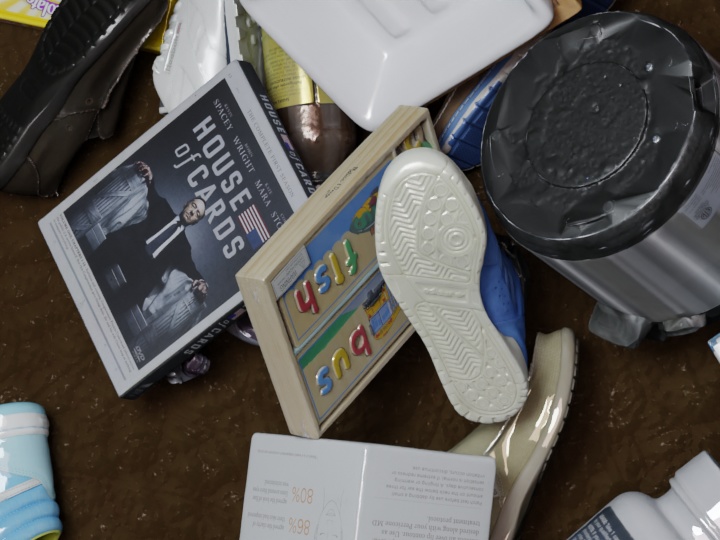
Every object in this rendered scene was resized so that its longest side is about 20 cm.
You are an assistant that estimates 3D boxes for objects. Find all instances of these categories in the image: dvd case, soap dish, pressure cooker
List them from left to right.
[{"bbox_3d":[-0.121,-0.027,1.739,0.200,0.025,0.150,-38,66,24],"label":"dvd case"},{"bbox_3d":[0.031,-0.195,1.680,0.157,0.081,0.200,45,133,-17],"label":"soap dish"},{"bbox_3d":[0.193,-0.054,1.657,0.176,0.200,0.179,-29,54,24],"label":"pressure cooker"}]

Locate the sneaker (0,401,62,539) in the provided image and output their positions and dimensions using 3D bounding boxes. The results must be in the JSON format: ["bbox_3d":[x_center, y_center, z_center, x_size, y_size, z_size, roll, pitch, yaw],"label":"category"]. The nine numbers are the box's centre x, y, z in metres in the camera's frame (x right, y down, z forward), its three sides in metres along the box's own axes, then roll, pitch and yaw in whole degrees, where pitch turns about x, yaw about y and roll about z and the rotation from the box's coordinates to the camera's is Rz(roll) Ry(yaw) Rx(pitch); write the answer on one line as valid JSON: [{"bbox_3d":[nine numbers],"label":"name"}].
[{"bbox_3d":[-0.303,0.181,1.782,0.200,0.080,0.131,-19,78,9],"label":"sneaker"}]

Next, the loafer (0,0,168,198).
[{"bbox_3d":[-0.198,-0.133,1.800,0.200,0.071,0.073,-49,41,16],"label":"loafer"}]

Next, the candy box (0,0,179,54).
[{"bbox_3d":[-0.222,-0.225,1.839,0.200,0.026,0.102,12,90,12],"label":"candy box"}]

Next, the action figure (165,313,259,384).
[{"bbox_3d":[-0.084,0.022,1.762,0.200,0.069,0.130,14,99,18],"label":"action figure"}]

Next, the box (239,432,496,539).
[{"bbox_3d":[-0.003,0.214,1.670,0.106,0.152,0.200,9,85,-31],"label":"box"}]

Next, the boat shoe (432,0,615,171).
[{"bbox_3d":[0.107,-0.160,1.750,0.200,0.072,0.072,-52,57,8],"label":"boat shoe"}]

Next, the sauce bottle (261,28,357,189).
[{"bbox_3d":[-0.035,-0.119,1.770,0.065,0.065,0.200,-4,83,11],"label":"sauce bottle"}]

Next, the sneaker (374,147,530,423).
[{"bbox_3d":[0.061,-0.009,1.654,0.077,0.111,0.200,-18,118,11],"label":"sneaker"}]

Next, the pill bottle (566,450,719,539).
[{"bbox_3d":[0.179,0.216,1.663,0.200,0.120,0.120,-41,78,5],"label":"pill bottle"}]

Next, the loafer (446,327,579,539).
[{"bbox_3d":[0.093,0.127,1.712,0.068,0.076,0.200,21,89,7],"label":"loafer"}]

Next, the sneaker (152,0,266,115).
[{"bbox_3d":[-0.109,-0.160,1.789,0.080,0.076,0.200,-3,82,21],"label":"sneaker"}]

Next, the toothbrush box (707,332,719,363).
[{"bbox_3d":[0.299,0.090,1.612,0.085,0.200,0.147,-34,78,5],"label":"toothbrush box"}]

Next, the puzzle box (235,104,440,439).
[{"bbox_3d":[0.000,0.000,1.669,0.025,0.133,0.200,10,42,35],"label":"puzzle box"}]
